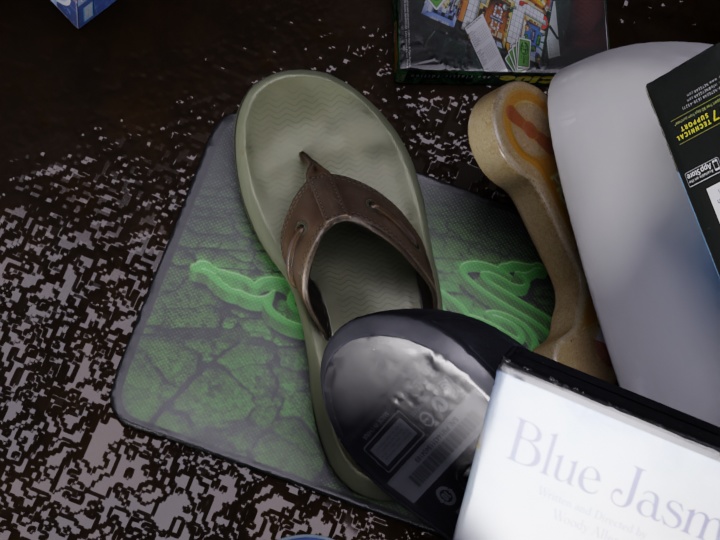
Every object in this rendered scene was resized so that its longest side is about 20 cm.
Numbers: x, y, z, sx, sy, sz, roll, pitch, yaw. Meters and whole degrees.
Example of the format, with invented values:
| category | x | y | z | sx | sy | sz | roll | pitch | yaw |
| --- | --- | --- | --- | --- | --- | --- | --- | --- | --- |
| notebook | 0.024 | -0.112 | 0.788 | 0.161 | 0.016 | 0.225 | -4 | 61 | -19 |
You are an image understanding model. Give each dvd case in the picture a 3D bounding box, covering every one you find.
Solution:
| category | x | y | z | sx | sy | sz | roll | pitch | yaw |
| --- | --- | --- | --- | --- | --- | --- | --- | --- | --- |
| dvd case | 0.098 | 0.140 | 0.688 | 0.143 | 0.200 | 0.018 | 22 | 29 | 18 |

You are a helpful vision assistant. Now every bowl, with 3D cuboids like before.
| category | x | y | z | sx | sy | sz | roll | pitch | yaw |
| --- | --- | --- | --- | --- | --- | --- | --- | --- | --- |
| bowl | 0.188 | -0.011 | 0.761 | 0.200 | 0.075 | 0.200 | 3 | 66 | -39 |

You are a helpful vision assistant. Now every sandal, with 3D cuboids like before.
| category | x | y | z | sx | sy | sz | roll | pitch | yaw |
| --- | --- | --- | --- | --- | --- | --- | --- | --- | --- |
| sandal | 0.001 | 0.001 | 0.783 | 0.080 | 0.057 | 0.201 | -16 | 76 | -9 |

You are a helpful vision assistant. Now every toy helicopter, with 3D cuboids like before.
| category | x | y | z | sx | sy | sz | roll | pitch | yaw |
| --- | --- | --- | --- | --- | --- | --- | --- | --- | --- |
| toy helicopter | 0.111 | 0.006 | 0.782 | 0.132 | 0.079 | 0.200 | -33 | 98 | -41 |

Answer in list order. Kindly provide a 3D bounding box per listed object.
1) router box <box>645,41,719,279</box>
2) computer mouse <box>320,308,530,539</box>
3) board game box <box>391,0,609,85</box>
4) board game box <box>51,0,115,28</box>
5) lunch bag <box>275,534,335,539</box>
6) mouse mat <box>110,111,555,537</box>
| category | x | y | z | sx | sy | sz | roll | pitch | yaw |
| --- | --- | --- | --- | --- | --- | --- | --- | --- | --- |
| router box | 0.214 | -0.022 | 0.701 | 0.200 | 0.051 | 0.149 | -10 | 76 | -42 |
| computer mouse | 0.068 | 0.088 | 0.730 | 0.200 | 0.139 | 0.053 | 46 | 41 | 1 |
| board game box | 0.065 | -0.186 | 0.875 | 0.105 | 0.023 | 0.200 | 0 | 73 | -4 |
| board game box | -0.182 | -0.215 | 0.797 | 0.034 | 0.135 | 0.200 | -42 | 81 | -17 |
| lunch bag | -0.058 | 0.202 | 0.680 | 0.200 | 0.082 | 0.161 | -31 | 83 | -13 |
| mouse mat | 0.003 | 0.026 | 0.810 | 0.200 | 0.008 | 0.161 | 20 | 71 | -1 |
